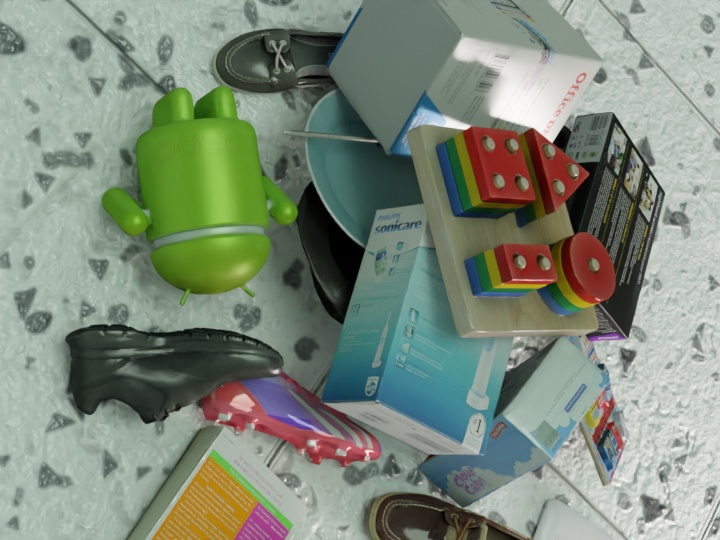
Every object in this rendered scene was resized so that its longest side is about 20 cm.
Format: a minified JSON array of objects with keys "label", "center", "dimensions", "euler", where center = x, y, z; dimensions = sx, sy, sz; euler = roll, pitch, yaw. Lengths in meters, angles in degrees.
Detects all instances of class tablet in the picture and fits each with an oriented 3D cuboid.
[{"label":"tablet","center":[0.215,0.360,1.778],"dimensions":[0.130,0.014,0.200],"euler":[36,64,-23]}]

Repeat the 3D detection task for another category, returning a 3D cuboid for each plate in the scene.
[{"label":"plate","center":[0.021,-0.091,1.657],"dimensions":[0.200,0.026,0.200],"euler":[20,54,-30]}]

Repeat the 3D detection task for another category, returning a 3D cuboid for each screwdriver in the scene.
[{"label":"screwdriver","center":[0.006,-0.125,1.624],"dimensions":[0.200,0.028,0.029],"euler":[-2,39,-44]}]

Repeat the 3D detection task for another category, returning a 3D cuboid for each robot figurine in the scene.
[{"label":"robot figurine","center":[-0.147,-0.069,1.562],"dimensions":[0.175,0.116,0.200],"euler":[-6,84,-28]}]

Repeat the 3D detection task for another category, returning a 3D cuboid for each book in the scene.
[{"label":"book","center":[-0.145,0.263,1.542],"dimensions":[0.134,0.048,0.200],"euler":[46,60,-22]}]

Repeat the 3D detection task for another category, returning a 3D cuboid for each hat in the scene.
[{"label":"hat","center":[0.000,0.000,1.661],"dimensions":[0.200,0.081,0.201],"euler":[19,55,-30]}]

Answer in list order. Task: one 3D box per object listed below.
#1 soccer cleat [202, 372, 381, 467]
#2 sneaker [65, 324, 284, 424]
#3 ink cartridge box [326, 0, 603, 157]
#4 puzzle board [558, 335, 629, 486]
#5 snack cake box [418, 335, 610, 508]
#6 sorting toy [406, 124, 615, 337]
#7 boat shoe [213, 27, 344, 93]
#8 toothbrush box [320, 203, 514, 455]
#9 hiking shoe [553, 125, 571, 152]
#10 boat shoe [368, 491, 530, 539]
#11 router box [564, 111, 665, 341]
[{"label":"soccer cleat","center":[-0.062,0.136,1.612],"dimensions":[0.200,0.067,0.077],"euler":[20,66,-26]},{"label":"sneaker","center":[-0.170,0.096,1.530],"dimensions":[0.200,0.076,0.091],"euler":[1,90,-7]},{"label":"ink cartridge box","center":[0.103,-0.203,1.654],"dimensions":[0.200,0.147,0.145],"euler":[5,38,-40]},{"label":"puzzle board","center":[0.249,0.132,1.770],"dimensions":[0.151,0.017,0.200],"euler":[69,16,-3]},{"label":"snack cake box","center":[0.150,0.154,1.659],"dimensions":[0.067,0.200,0.115],"euler":[42,60,-2]},{"label":"sorting toy","center":[0.154,-0.044,1.557],"dimensions":[0.199,0.070,0.200],"euler":[1,69,-47]},{"label":"boat shoe","center":[-0.052,-0.218,1.690],"dimensions":[0.200,0.057,0.067],"euler":[-6,84,-34]},{"label":"toothbrush box","center":[0.065,0.057,1.566],"dimensions":[0.146,0.085,0.200],"euler":[28,69,-35]},{"label":"hiking shoe","center":[0.183,-0.088,1.810],"dimensions":[0.101,0.076,0.200],"euler":[54,48,-18]},{"label":"boat shoe","center":[0.102,0.270,1.685],"dimensions":[0.200,0.072,0.072],"euler":[25,68,-27]},{"label":"router box","center":[0.259,-0.046,1.789],"dimensions":[0.149,0.051,0.200],"euler":[48,51,-40]}]
